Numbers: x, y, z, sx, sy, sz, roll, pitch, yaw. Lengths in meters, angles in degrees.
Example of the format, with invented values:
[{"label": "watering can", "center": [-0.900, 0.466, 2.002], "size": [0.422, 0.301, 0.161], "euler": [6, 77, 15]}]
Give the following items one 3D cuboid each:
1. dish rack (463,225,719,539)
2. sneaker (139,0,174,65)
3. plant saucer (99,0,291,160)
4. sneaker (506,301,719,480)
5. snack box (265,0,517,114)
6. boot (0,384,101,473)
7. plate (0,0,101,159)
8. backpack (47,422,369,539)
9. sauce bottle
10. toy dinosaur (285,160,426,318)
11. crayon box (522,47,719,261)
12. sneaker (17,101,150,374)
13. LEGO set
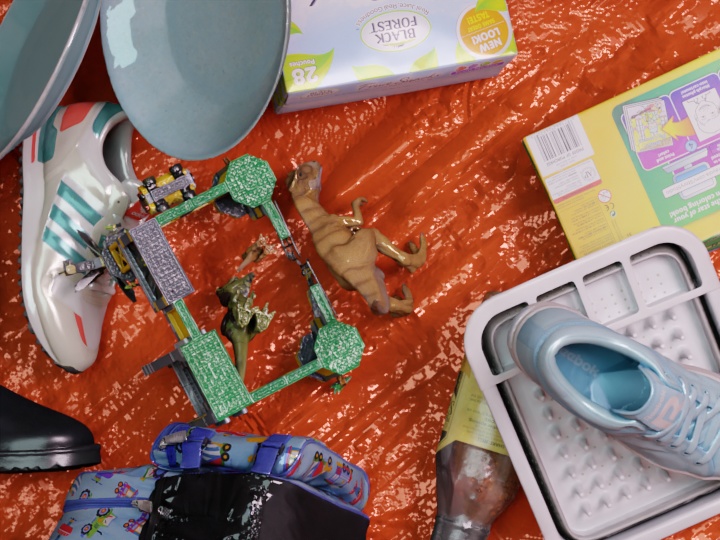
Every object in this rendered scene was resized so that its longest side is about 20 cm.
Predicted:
[{"label": "dish rack", "center": [0.172, 0.081, 1.453], "size": [0.171, 0.044, 0.200], "euler": [-24, 103, -2]}, {"label": "sneaker", "center": [-0.104, -0.234, 1.581], "size": [0.099, 0.071, 0.200], "euler": [-6, 77, 17]}, {"label": "plant saucer", "center": [-0.103, -0.176, 1.492], "size": [0.201, 0.039, 0.201], "euler": [6, 99, 47]}, {"label": "sneaker", "center": [0.186, 0.089, 1.393], "size": [0.200, 0.082, 0.074], "euler": [24, 99, -12]}, {"label": "snack box", "center": [0.004, -0.223, 1.527], "size": [0.168, 0.068, 0.200], "euler": [-11, 83, -12]}, {"label": "boot", "center": [-0.281, 0.063, 1.578], "size": [0.200, 0.076, 0.168], "euler": [-1, 86, 19]}, {"label": "plate", "center": [-0.227, -0.159, 1.562], "size": [0.026, 0.200, 0.200], "euler": [25, 88, -24]}, {"label": "backpack", "center": [-0.111, 0.179, 1.480], "size": [0.200, 0.183, 0.135], "euler": [2, 74, 25]}, {"label": "sauce bottle", "center": [0.085, 0.116, 1.494], "size": [0.066, 0.066, 0.200], "euler": [16, 84, 14]}, {"label": "toy dinosaur", "center": [0.000, 0.000, 1.504], "size": [0.060, 0.106, 0.200], "euler": [-58, 38, 19]}, {"label": "crayon box", "center": [0.225, -0.074, 1.492], "size": [0.200, 0.058, 0.119], "euler": [-24, 78, 9]}, {"label": "sneaker", "center": [-0.190, -0.028, 1.573], "size": [0.093, 0.070, 0.200], "euler": [-7, 78, 18]}, {"label": "LEGO set", "center": [-0.101, 0.024, 1.541], "size": [0.154, 0.116, 0.200], "euler": [-37, 94, -24]}]
